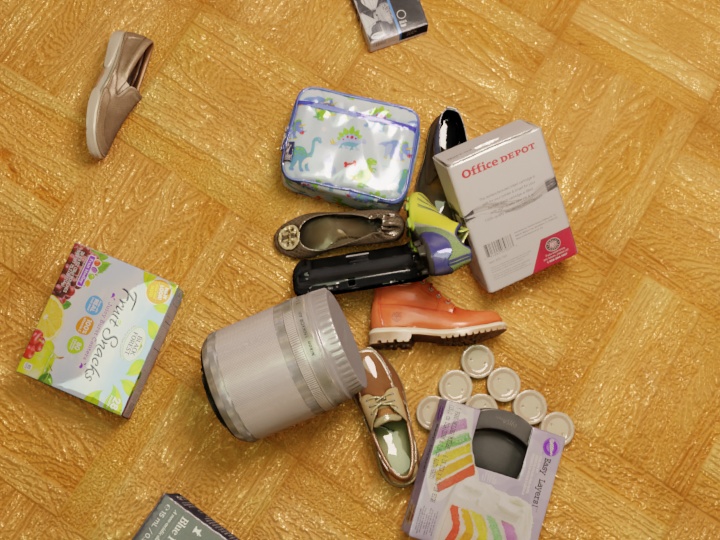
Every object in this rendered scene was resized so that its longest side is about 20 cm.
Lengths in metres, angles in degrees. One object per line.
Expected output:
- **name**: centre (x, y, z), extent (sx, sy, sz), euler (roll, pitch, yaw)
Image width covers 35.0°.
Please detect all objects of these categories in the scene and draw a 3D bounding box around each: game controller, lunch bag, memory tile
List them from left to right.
- **lunch bag**: centre (-0.015, -0.180, 1.683), extent (0.197, 0.083, 0.163), euler (15, 75, 2)
- **game controller**: centre (0.000, 0.000, 1.638), extent (0.197, 0.104, 0.043), euler (-8, 106, -2)
- **memory tile**: centre (0.191, 0.217, 1.631), extent (0.200, 0.017, 0.154), euler (41, 81, 7)

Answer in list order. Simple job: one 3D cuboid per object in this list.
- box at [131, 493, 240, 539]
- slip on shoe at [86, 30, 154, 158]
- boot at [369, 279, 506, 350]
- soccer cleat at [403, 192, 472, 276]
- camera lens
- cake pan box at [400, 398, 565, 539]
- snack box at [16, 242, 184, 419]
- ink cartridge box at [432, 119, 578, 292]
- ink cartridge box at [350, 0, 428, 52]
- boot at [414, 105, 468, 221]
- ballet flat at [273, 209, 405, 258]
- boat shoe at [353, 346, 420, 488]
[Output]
- **box**: centre (-0.234, 0.436, 1.531), extent (0.199, 0.118, 0.198), euler (34, 80, 5)
- **slip on shoe**: centre (-0.358, -0.261, 1.703), extent (0.060, 0.076, 0.203), euler (9, 71, 8)
- **boot**: centre (0.111, 0.055, 1.639), extent (0.197, 0.075, 0.109), euler (0, 73, 1)
- **soccer cleat**: centre (0.108, -0.053, 1.592), extent (0.083, 0.201, 0.065), euler (-11, 119, -2)
- **camera lens**: centre (-0.108, 0.132, 1.561), extent (0.198, 0.160, 0.162), euler (-23, 79, 6)
- **cake pan box**: centre (0.171, 0.290, 1.571), extent (0.182, 0.052, 0.202), euler (19, 84, -9)
- **snack box**: centre (-0.368, 0.086, 1.629), extent (0.167, 0.068, 0.202), euler (22, 80, 5)
- **ink cartridge box**: centre (0.205, -0.094, 1.618), extent (0.144, 0.083, 0.202), euler (-23, 110, -5)
- **ink cartridge box**: centre (0.027, -0.446, 1.761), extent (0.098, 0.039, 0.202), euler (-20, 78, -4)
- **boot**: centre (0.119, -0.140, 1.665), extent (0.074, 0.097, 0.203), euler (3, 78, 0)
- **ballet flat**: centre (-0.033, -0.057, 1.660), extent (0.197, 0.046, 0.068), euler (-5, 81, 11)
- **boat shoe**: centre (0.039, 0.203, 1.603), extent (0.075, 0.074, 0.202), euler (-20, 79, -5)
